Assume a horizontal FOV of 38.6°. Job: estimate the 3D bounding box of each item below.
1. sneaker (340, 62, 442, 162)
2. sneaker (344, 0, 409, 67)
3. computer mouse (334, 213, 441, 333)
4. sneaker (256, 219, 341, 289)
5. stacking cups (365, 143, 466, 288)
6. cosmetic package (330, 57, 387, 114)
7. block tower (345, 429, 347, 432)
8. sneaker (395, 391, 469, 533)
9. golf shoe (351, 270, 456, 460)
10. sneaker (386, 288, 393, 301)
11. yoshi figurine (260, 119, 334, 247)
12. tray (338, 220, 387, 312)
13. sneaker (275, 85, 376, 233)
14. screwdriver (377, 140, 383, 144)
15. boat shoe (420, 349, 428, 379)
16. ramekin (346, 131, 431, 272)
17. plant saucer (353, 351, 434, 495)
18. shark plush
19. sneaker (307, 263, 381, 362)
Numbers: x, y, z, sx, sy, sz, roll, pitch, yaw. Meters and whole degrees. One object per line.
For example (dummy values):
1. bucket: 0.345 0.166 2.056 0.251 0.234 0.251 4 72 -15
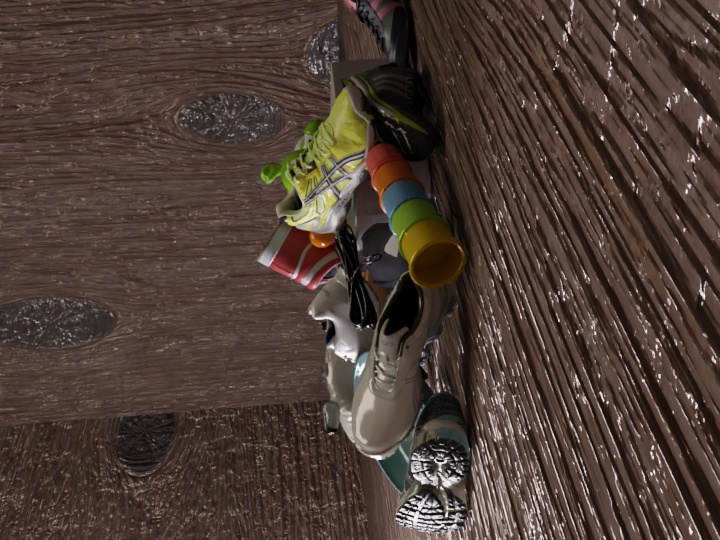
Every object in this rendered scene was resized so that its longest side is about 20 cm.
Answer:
1. sneaker: 0.046 -0.192 1.170 0.200 0.081 0.074 51 174 51
2. sneaker: 0.021 -0.333 1.342 0.070 0.081 0.201 91 174 -56
3. computer mouse: 0.031 0.011 1.150 0.199 0.046 0.142 -8 95 54
4. sneaker: -0.056 -0.059 1.458 0.201 0.112 0.071 -60 5 -33
5. stacking cups: 0.045 -0.066 1.061 0.201 0.060 0.061 -116 19 -47
6. cosmetic package: 0.012 -0.213 1.442 0.200 0.106 0.086 90 173 -71
7. block tower: 0.029 0.175 1.499 0.200 0.054 0.058 -37 -63 -69
8. sneaker: 0.086 0.211 1.114 0.201 0.077 0.087 99 180 -45
9. golf shoe: 0.029 0.090 1.046 0.097 0.078 0.202 35 -109 -65
10. sneaker: 0.025 0.009 1.476 0.075 0.105 0.201 -97 5 -47
11. yoshi figurine: -0.069 -0.106 1.313 0.201 0.111 0.113 100 162 -59
12. tray: 0.000 0.000 1.427 0.098 0.037 0.202 -22 58 57
13. sneaker: -0.039 -0.119 1.170 0.076 0.076 0.201 61 143 41
14. screwdriver: 0.055 -0.064 1.168 0.029 0.028 0.201 69 176 -66
15. boat shoe: 0.061 0.147 1.402 0.084 0.068 0.202 21 -114 -84
16. ramekin: 0.032 -0.101 1.304 0.200 0.097 0.203 175 90 -87
17. plant saucer: 0.057 0.187 1.242 0.200 0.036 0.201 44 144 44
18. shark plush: -0.032 0.137 1.372 0.201 0.090 0.083 64 177 3
19. sneaker: 0.002 0.084 1.302 0.201 0.087 0.074 56 170 -28
